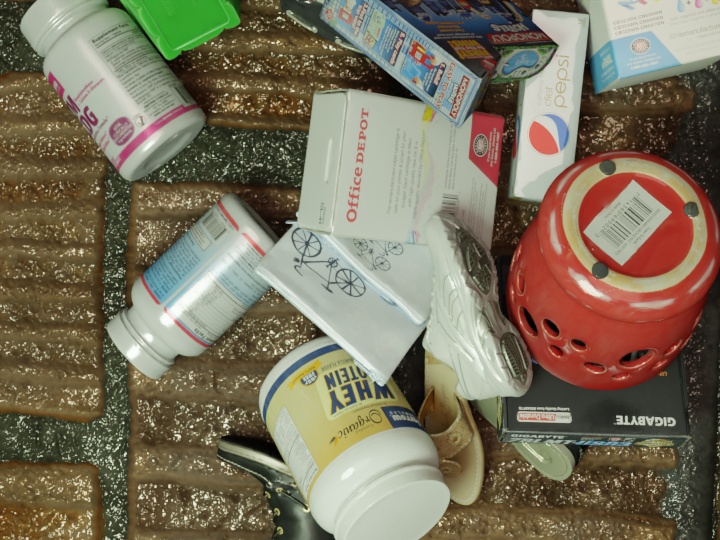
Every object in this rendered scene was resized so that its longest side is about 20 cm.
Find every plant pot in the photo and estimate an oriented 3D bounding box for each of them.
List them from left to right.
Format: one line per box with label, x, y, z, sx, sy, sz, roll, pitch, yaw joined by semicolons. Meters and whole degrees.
plant pot;0.254;-0.003;1.126;0.198;0.183;0.203;1;66;-2

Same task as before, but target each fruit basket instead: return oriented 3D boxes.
fruit basket;-0.211;-0.361;1.204;0.154;0.216;0.218;-26;91;2

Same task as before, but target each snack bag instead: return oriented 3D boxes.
snack bag;0.000;0.000;1.207;0.188;0.200;0.021;42;137;0

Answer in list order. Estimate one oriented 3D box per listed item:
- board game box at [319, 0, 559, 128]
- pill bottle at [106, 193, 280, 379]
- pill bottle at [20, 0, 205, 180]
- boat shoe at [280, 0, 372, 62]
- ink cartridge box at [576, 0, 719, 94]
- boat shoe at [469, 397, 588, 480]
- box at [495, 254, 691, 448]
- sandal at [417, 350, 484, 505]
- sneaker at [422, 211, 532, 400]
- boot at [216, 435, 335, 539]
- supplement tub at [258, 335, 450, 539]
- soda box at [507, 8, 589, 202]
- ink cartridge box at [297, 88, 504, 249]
board game box;0.094;-0.229;1.155;0.200;0.198;0.062;54;137;33
pill bottle;-0.176;0.020;1.233;0.200;0.109;0.109;-43;90;3
pill bottle;-0.269;-0.208;1.228;0.113;0.113;0.201;-38;89;2
boat shoe;0.006;-0.264;1.243;0.198;0.074;0.060;25;136;-14
ink cartridge box;0.299;-0.306;1.200;0.127;0.125;0.203;-13;92;2
boat shoe;0.171;0.138;1.257;0.200;0.072;0.067;46;56;7
box;0.242;0.084;1.210;0.197;0.050;0.201;2;65;-1
sandal;0.082;0.158;1.227;0.077;0.069;0.215;5;102;41
sneaker;0.095;0.043;1.154;0.099;0.078;0.202;-22;85;34
boot;-0.089;0.282;1.259;0.198;0.073;0.152;24;92;-4
supplement tub;-0.006;0.181;1.175;0.144;0.145;0.201;-36;53;3
soda box;0.203;-0.175;1.235;0.063;0.068;0.203;5;92;1
ink cartridge box;0.044;-0.103;1.193;0.198;0.085;0.150;6;93;-29
